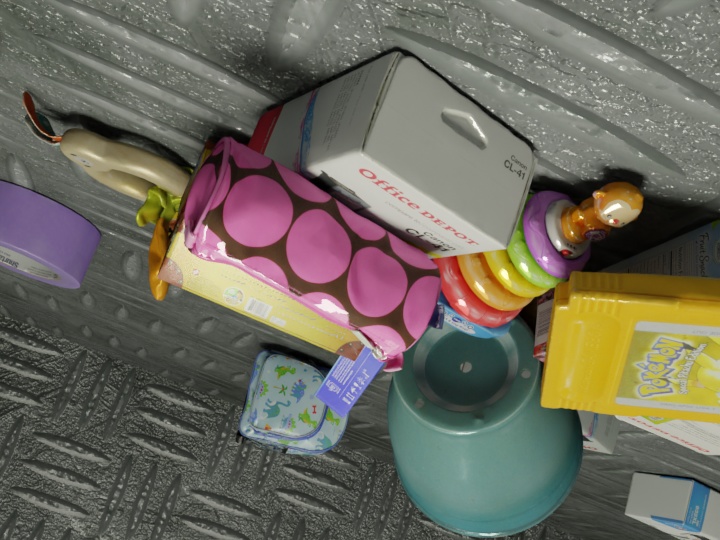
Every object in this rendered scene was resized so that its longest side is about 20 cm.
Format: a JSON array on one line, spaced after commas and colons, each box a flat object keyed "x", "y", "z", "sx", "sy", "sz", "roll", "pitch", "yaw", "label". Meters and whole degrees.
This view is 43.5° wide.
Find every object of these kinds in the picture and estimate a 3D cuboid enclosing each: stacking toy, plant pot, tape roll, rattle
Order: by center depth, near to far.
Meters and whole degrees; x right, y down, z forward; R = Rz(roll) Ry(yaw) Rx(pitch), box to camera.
[{"x": 0.142, "y": -0.024, "z": 0.718, "sx": 0.115, "sy": 0.111, "sz": 0.199, "roll": 28, "pitch": 150, "yaw": -27, "label": "stacking toy"}, {"x": 0.113, "y": 0.128, "z": 0.868, "sx": 0.198, "sy": 0.202, "sz": 0.189, "roll": 13, "pitch": 152, "yaw": 21, "label": "plant pot"}, {"x": -0.277, "y": -0.077, "z": 0.938, "sx": 0.199, "sy": 0.144, "sz": 0.130, "roll": 22, "pitch": -177, "yaw": -31, "label": "rattle"}, {"x": -0.494, "y": -0.052, "z": 1.338, "sx": 0.198, "sy": 0.086, "sz": 0.200, "roll": 17, "pitch": 163, "yaw": 5, "label": "tape roll"}]

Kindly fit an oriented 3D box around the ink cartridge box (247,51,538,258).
[{"x": 0.012, "y": -0.074, "z": 0.702, "sx": 0.147, "sy": 0.086, "sz": 0.199, "roll": 29, "pitch": 162, "yaw": -27, "label": "ink cartridge box"}]

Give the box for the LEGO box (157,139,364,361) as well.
[{"x": -0.075, "y": -0.021, "z": 0.843, "sx": 0.198, "sy": 0.078, "sz": 0.149, "roll": 24, "pitch": -153, "yaw": -15, "label": "LEGO box"}]

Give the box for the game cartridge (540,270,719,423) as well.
[{"x": 0.242, "y": 0.065, "z": 0.686, "sx": 0.197, "sy": 0.033, "sz": 0.177, "roll": 2, "pitch": 145, "yaw": 9, "label": "game cartridge"}]

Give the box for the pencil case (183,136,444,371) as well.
[{"x": -0.035, "y": -0.009, "z": 0.651, "sx": 0.199, "sy": 0.095, "sz": 0.091, "roll": 29, "pitch": 160, "yaw": -19, "label": "pencil case"}]

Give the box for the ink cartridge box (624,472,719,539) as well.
[{"x": 0.610, "y": 0.447, "z": 1.652, "sx": 0.199, "sy": 0.085, "sz": 0.145, "roll": 27, "pitch": 161, "yaw": -24, "label": "ink cartridge box"}]

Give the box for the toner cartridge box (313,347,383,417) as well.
[{"x": 0.025, "y": 0.060, "z": 0.928, "sx": 0.043, "sy": 0.095, "sz": 0.201, "roll": 36, "pitch": 132, "yaw": 4, "label": "toner cartridge box"}]

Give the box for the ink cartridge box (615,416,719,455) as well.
[{"x": 0.377, "y": 0.130, "z": 0.926, "sx": 0.145, "sy": 0.085, "sz": 0.200, "roll": 24, "pitch": 163, "yaw": -16, "label": "ink cartridge box"}]

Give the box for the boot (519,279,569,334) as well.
[{"x": 0.201, "y": 0.050, "z": 0.925, "sx": 0.143, "sy": 0.071, "sz": 0.201, "roll": 13, "pitch": 158, "yaw": 37, "label": "boot"}]

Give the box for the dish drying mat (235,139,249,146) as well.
[{"x": -0.031, "y": -0.061, "z": 0.833, "sx": 0.198, "sy": 0.077, "sz": 0.018, "roll": 25, "pitch": 125, "yaw": -15, "label": "dish drying mat"}]

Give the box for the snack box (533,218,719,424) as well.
[{"x": 0.273, "y": 0.051, "z": 0.751, "sx": 0.168, "sy": 0.068, "sz": 0.199, "roll": 28, "pitch": 144, "yaw": -25, "label": "snack box"}]

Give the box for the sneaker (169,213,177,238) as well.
[{"x": -0.162, "y": -0.014, "z": 1.070, "sx": 0.198, "sy": 0.091, "sz": 0.070, "roll": 9, "pitch": 160, "yaw": 34, "label": "sneaker"}]

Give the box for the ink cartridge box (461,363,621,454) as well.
[{"x": 0.241, "y": 0.163, "z": 1.184, "sx": 0.145, "sy": 0.084, "sz": 0.200, "roll": 4, "pitch": 157, "yaw": 40, "label": "ink cartridge box"}]

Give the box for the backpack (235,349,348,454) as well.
[{"x": -0.120, "y": 0.256, "z": 1.709, "sx": 0.198, "sy": 0.185, "sz": 0.147, "roll": 15, "pitch": 165, "yaw": -5, "label": "backpack"}]
